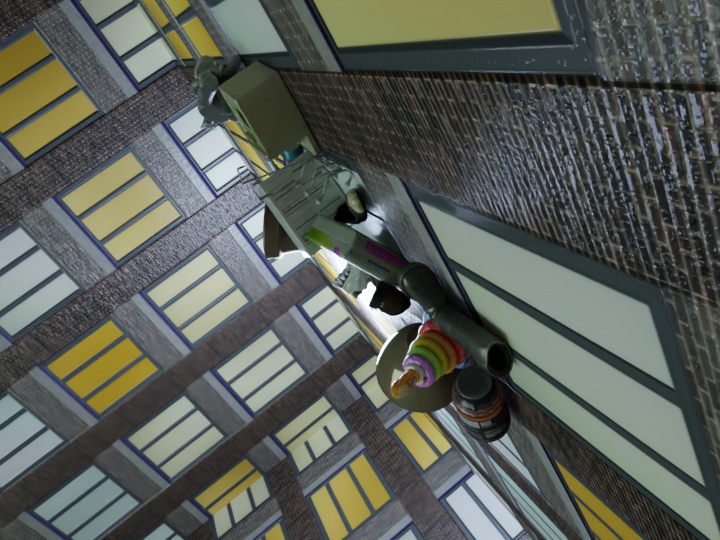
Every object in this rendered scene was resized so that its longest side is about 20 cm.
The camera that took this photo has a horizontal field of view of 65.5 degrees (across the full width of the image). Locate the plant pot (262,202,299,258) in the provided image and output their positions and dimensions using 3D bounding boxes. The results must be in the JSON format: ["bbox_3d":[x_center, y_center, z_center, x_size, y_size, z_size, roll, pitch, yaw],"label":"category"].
[{"bbox_3d":[-0.161,-0.124,1.494,0.200,0.173,0.202,-174,90,-89],"label":"plant pot"}]

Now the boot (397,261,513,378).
[{"bbox_3d":[0.162,0.085,0.967,0.182,0.073,0.200,42,-173,-36],"label":"boot"}]

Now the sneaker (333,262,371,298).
[{"bbox_3d":[0.000,0.000,1.412,0.081,0.075,0.200,44,144,10],"label":"sneaker"}]

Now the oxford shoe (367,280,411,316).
[{"bbox_3d":[0.065,0.067,1.212,0.084,0.073,0.200,23,-174,2],"label":"oxford shoe"}]

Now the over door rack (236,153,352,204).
[{"bbox_3d":[-0.134,-0.177,1.119,0.148,0.199,0.067,-139,41,-57],"label":"over door rack"}]

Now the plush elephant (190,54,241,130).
[{"bbox_3d":[-0.321,-0.436,1.329,0.164,0.156,0.199,18,160,-31],"label":"plush elephant"}]

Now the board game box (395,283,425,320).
[{"bbox_3d":[0.114,0.049,1.231,0.136,0.035,0.200,56,172,-14],"label":"board game box"}]

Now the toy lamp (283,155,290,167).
[{"bbox_3d":[-0.161,-0.246,1.503,0.058,0.058,0.200,49,171,30],"label":"toy lamp"}]

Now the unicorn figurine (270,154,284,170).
[{"bbox_3d":[-0.231,-0.334,1.466,0.200,0.074,0.138,45,169,48],"label":"unicorn figurine"}]

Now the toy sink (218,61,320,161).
[{"bbox_3d":[-0.193,-0.313,1.179,0.130,0.112,0.201,45,169,49],"label":"toy sink"}]

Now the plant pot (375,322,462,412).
[{"bbox_3d":[0.139,0.194,1.244,0.200,0.199,0.135,49,151,30],"label":"plant pot"}]

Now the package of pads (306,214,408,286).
[{"bbox_3d":[-0.007,-0.046,1.190,0.154,0.069,0.200,28,-178,-32],"label":"package of pads"}]

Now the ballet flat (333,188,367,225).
[{"bbox_3d":[-0.021,-0.124,1.169,0.200,0.056,0.067,131,119,-82],"label":"ballet flat"}]

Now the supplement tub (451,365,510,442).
[{"bbox_3d":[0.248,0.271,1.152,0.107,0.107,0.200,47,169,40],"label":"supplement tub"}]

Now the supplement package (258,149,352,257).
[{"bbox_3d":[-0.125,-0.155,1.334,0.201,0.150,0.152,54,172,-7],"label":"supplement package"}]

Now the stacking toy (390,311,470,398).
[{"bbox_3d":[0.121,0.177,1.067,0.109,0.200,0.117,24,131,29],"label":"stacking toy"}]

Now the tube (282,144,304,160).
[{"bbox_3d":[-0.193,-0.351,1.283,0.077,0.050,0.201,50,168,55],"label":"tube"}]

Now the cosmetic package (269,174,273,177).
[{"bbox_3d":[-0.180,-0.204,1.665,0.201,0.084,0.108,57,-177,-30],"label":"cosmetic package"}]

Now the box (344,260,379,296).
[{"bbox_3d":[0.004,-0.020,1.539,0.200,0.050,0.158,52,171,13],"label":"box"}]
